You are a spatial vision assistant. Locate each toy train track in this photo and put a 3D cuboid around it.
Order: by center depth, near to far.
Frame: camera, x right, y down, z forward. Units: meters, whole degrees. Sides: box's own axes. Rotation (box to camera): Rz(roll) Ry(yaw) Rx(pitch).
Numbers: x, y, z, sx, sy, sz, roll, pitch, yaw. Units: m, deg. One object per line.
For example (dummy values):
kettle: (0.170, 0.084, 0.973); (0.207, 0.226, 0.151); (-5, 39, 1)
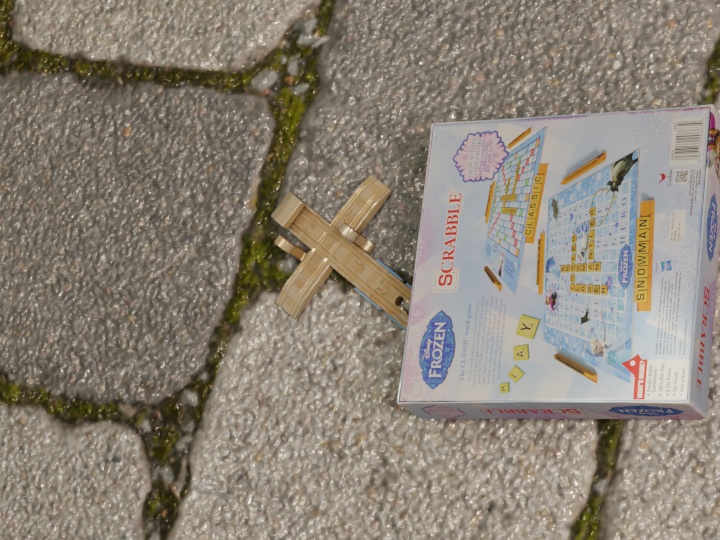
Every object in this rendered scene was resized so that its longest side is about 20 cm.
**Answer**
toy train track: (0.000, 0.000, 1.460); (0.200, 0.033, 0.115); (39, 94, 37)

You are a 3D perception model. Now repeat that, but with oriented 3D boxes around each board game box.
board game box: (0.131, -0.004, 1.359); (0.199, 0.041, 0.201); (-1, 70, 26)
